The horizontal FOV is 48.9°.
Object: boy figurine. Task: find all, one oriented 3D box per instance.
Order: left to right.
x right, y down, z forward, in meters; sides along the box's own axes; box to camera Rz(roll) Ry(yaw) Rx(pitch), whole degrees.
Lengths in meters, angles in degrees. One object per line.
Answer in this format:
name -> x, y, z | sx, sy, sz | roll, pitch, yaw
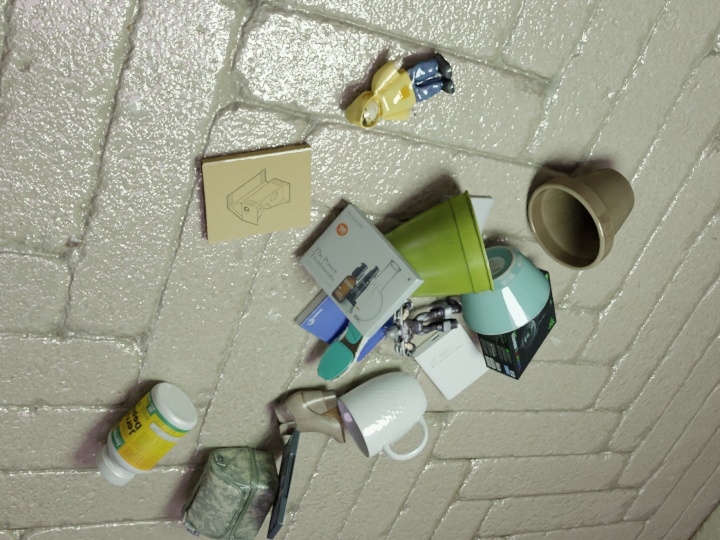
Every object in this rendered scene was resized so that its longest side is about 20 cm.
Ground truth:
boy figurine -> 0.064, -0.312, 1.379 | 0.197, 0.065, 0.126 | -25, 135, -13

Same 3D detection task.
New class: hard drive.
hard drive -> -0.025, 0.105, 1.670 | 0.132, 0.025, 0.199 | -45, 132, 10
hard drive -> 0.216, 0.213, 1.876 | 0.131, 0.027, 0.201 | -37, 132, 2

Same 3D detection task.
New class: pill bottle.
pill bottle -> -0.428, 0.327, 1.569 | 0.200, 0.113, 0.112 | -44, 132, 10

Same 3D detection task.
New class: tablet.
tablet -> 0.198, -0.066, 1.666 | 0.128, 0.014, 0.203 | 0, 123, -27

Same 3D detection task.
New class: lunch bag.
lunch bag -> -0.292, 0.496, 1.756 | 0.165, 0.140, 0.202 | 18, 116, -23

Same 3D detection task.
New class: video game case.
video game case -> -0.168, 0.468, 1.731 | 0.019, 0.203, 0.144 | 13, 148, -9

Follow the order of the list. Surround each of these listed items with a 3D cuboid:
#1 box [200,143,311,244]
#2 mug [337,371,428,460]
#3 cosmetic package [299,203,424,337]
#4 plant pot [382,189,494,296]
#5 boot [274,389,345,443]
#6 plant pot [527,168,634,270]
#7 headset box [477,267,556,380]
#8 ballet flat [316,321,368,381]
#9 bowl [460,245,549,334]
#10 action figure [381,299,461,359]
box -> -0.182, -0.135, 1.411 | 0.196, 0.021, 0.166 | -12, 128, -20
mug -> 0.069, 0.330, 1.773 | 0.173, 0.201, 0.149 | -27, 148, -15
cosmetic package -> 0.000, 0.000, 1.491 | 0.151, 0.200, 0.052 | -46, 163, 10
plant pot -> 0.144, -0.033, 1.551 | 0.189, 0.203, 0.202 | -15, 132, 7
boot -> -0.114, 0.340, 1.780 | 0.143, 0.071, 0.203 | -17, 129, -7
plant pot -> 0.481, -0.129, 1.665 | 0.173, 0.199, 0.203 | -32, 135, -25
headset box -> 0.354, 0.107, 1.778 | 0.200, 0.092, 0.176 | -48, 138, -28
ballet flat -> -0.013, 0.153, 1.653 | 0.071, 0.072, 0.201 | 22, 113, -37
bowl -> 0.287, 0.025, 1.668 | 0.199, 0.201, 0.106 | -33, 121, 0
action figure -> 0.126, 0.119, 1.718 | 0.197, 0.069, 0.133 | -12, 114, -31
